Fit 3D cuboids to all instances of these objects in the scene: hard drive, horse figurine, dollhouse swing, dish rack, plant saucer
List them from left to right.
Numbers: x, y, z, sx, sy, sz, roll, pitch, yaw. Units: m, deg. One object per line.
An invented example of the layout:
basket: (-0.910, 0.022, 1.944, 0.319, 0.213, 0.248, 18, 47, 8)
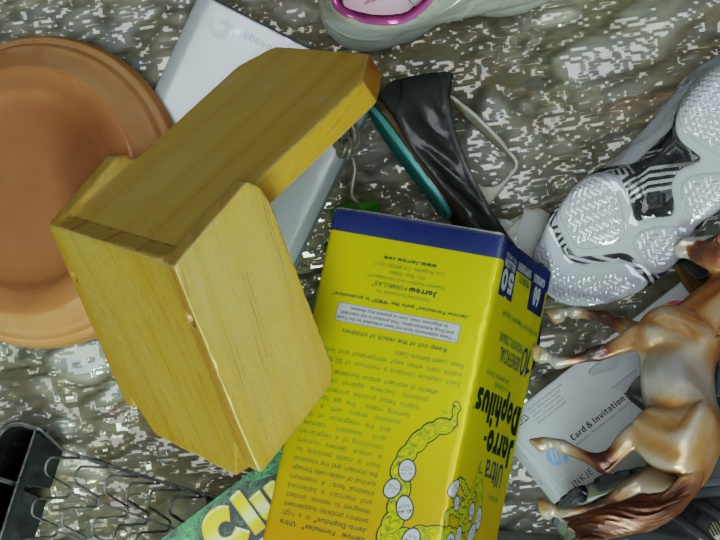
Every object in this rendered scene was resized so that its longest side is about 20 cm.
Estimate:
plant saucer: (-0.209, -0.050, 1.359, 0.198, 0.037, 0.202, 0, 90, 16)
dish rack: (-0.160, 0.194, 1.345, 0.198, 0.054, 0.155, 15, 84, 25)
hard drive: (-0.087, -0.058, 1.368, 0.131, 0.026, 0.201, 26, 97, 4)
dollhouse swing: (-0.060, -0.012, 1.255, 0.175, 0.200, 0.183, -29, 109, -22)
horse figurine: (0.162, 0.073, 1.212, 0.131, 0.050, 0.201, -8, 54, 21)

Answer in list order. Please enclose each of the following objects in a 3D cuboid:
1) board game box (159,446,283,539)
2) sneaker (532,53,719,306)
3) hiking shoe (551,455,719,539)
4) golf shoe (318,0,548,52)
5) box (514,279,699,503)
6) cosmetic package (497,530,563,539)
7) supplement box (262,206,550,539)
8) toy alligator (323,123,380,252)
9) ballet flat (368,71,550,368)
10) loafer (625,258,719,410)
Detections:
board game box: (-0.043, 0.169, 1.308, 0.199, 0.023, 0.105, -37, 85, -9)
sneaker: (0.192, -0.059, 1.300, 0.075, 0.115, 0.200, 46, 113, 2)
hiking shoe: (0.215, 0.155, 1.230, 0.198, 0.076, 0.102, -15, 76, 10)
golf shoe: (0.066, -0.188, 1.310, 0.198, 0.092, 0.076, -23, 90, 6)
box: (0.205, 0.127, 1.293, 0.155, 0.041, 0.200, -37, 73, -9)
cosmetic package: (0.177, 0.227, 1.335, 0.198, 0.071, 0.103, 4, 95, 7)
supplement box: (0.030, 0.078, 1.241, 0.109, 0.109, 0.202, 10, 83, 21)
toy alligator: (0.000, 0.000, 1.350, 0.054, 0.059, 0.202, -13, 94, 48)
ballet flat: (0.079, -0.037, 1.333, 0.068, 0.068, 0.201, -28, 90, -5)
loafer: (0.223, 0.005, 1.279, 0.072, 0.073, 0.201, 19, 70, 14)
